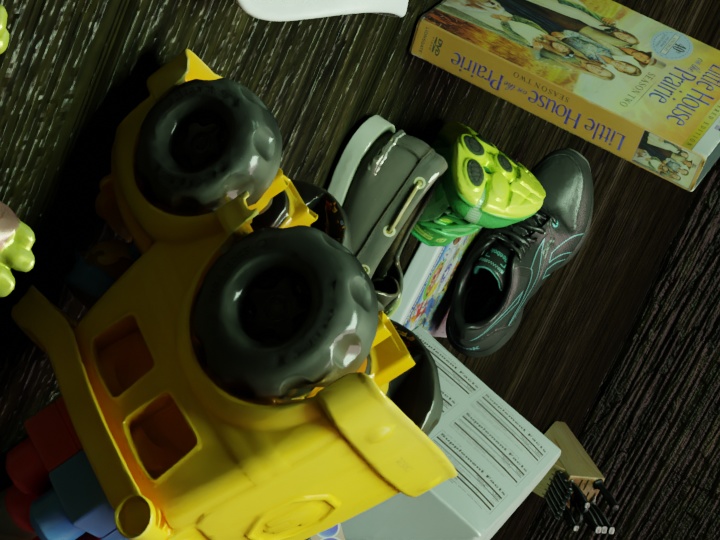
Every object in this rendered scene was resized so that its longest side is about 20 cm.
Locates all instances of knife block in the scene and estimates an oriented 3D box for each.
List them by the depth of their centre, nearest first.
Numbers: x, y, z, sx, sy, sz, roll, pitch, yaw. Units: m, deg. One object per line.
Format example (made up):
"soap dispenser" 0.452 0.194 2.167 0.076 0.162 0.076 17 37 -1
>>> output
"knife block" 0.345 0.334 2.508 0.200 0.175 0.064 -33 148 -61

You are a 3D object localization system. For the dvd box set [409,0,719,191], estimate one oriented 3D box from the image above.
"dvd box set" 0.150 -0.132 1.017 0.146 0.200 0.029 -42 155 -49

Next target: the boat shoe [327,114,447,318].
"boat shoe" -0.001 0.001 1.020 0.072 0.060 0.202 -39 153 -58

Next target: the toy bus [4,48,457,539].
"toy bus" -0.081 0.037 0.680 0.192 0.200 0.136 -32 152 5

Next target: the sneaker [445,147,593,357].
"sneaker" 0.137 -0.017 1.347 0.200 0.075 0.079 -61 163 -4

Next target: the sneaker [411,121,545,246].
"sneaker" 0.071 -0.048 1.072 0.084 0.074 0.200 -54 -174 6

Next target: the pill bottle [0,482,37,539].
"pill bottle" -0.116 0.131 0.774 0.200 0.114 0.114 -43 156 -50

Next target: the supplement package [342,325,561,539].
"supplement package" 0.007 0.170 1.115 0.191 0.147 0.200 -52 169 21

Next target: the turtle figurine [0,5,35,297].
"turtle figurine" -0.163 0.002 0.492 0.161 0.064 0.200 77 34 -79

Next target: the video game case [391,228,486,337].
"video game case" 0.080 -0.011 1.345 0.143 0.018 0.200 -62 165 4

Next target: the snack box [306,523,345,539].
"snack box" -0.034 0.144 0.954 0.024 0.200 0.072 -8 155 -17

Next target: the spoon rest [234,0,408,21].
"spoon rest" -0.012 -0.152 0.723 0.100 0.061 0.200 -64 166 6
